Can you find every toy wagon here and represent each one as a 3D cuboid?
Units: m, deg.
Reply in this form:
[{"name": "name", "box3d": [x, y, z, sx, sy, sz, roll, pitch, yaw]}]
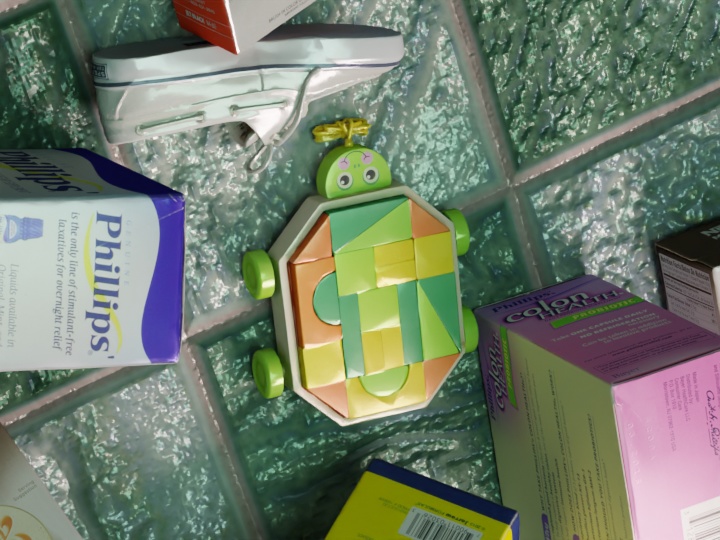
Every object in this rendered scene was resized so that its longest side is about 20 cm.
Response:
[{"name": "toy wagon", "box3d": [0.000, 0.000, 1.795, 0.155, 0.040, 0.200, -12, 108, -22]}]

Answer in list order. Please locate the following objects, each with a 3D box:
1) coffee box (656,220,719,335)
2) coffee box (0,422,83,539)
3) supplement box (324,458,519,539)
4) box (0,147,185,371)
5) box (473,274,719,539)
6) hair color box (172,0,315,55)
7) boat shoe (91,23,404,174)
[{"name": "coffee box", "box3d": [0.291, 0.063, 1.914, 0.114, 0.080, 0.200, -19, 110, -20]}, {"name": "coffee box", "box3d": [-0.225, 0.189, 1.662, 0.114, 0.080, 0.200, -35, 79, -15]}, {"name": "supplement box", "box3d": [0.014, 0.241, 1.760, 0.200, 0.109, 0.109, -57, 158, -36]}, {"name": "box", "box3d": [-0.227, -0.009, 1.608, 0.200, 0.184, 0.105, -1, 102, -25]}, {"name": "box", "box3d": [0.172, 0.117, 1.813, 0.097, 0.200, 0.176, -17, 109, -21]}, {"name": "hair color box", "box3d": [-0.074, -0.245, 1.643, 0.111, 0.064, 0.200, -37, 133, -26]}, {"name": "boat shoe", "box3d": [-0.068, -0.106, 1.718, 0.202, 0.075, 0.086, -9, 106, -20]}]
